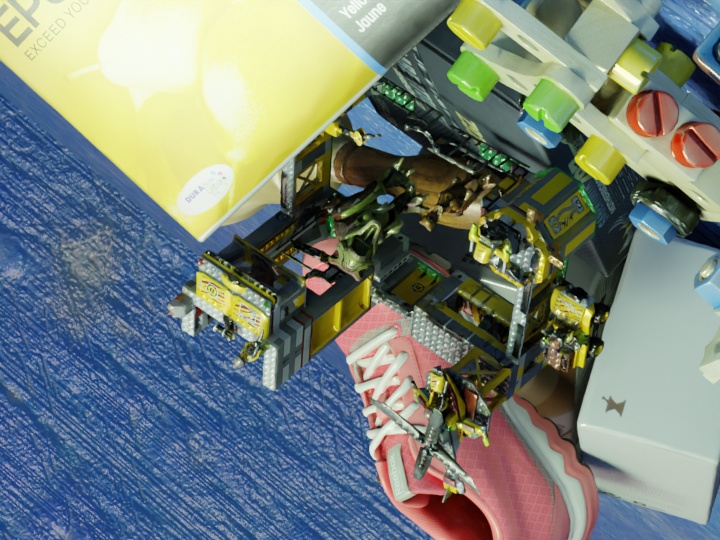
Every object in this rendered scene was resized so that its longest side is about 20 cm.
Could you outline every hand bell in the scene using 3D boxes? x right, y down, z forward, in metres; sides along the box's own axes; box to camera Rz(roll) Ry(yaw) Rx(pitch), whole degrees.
[{"bbox_3d":[0.003,-0.050,1.232,0.199,0.104,0.104,18,160,41],"label":"hand bell"}]

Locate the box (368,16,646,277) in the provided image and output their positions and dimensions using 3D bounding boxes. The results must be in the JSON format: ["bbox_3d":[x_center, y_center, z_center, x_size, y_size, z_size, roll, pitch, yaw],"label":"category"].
[{"bbox_3d":[0.052,-0.090,1.173,0.157,0.051,0.200,36,173,25],"label":"box"}]

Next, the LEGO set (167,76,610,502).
[{"bbox_3d":[0.000,0.000,1.121,0.200,0.116,0.154,38,143,18],"label":"LEGO set"}]

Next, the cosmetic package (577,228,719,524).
[{"bbox_3d":[0.157,0.057,1.270,0.071,0.102,0.200,16,169,10],"label":"cosmetic package"}]

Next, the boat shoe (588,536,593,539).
[{"bbox_3d":[0.077,0.136,1.322,0.067,0.057,0.200,-12,129,38],"label":"boat shoe"}]

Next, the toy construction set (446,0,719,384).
[{"bbox_3d":[0.112,-0.052,0.964,0.200,0.092,0.131,53,171,-11],"label":"toy construction set"}]

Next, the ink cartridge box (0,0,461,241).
[{"bbox_3d":[-0.073,-0.139,1.035,0.200,0.197,0.047,40,-145,-14],"label":"ink cartridge box"}]

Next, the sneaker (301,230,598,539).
[{"bbox_3d":[0.034,0.068,1.221,0.200,0.087,0.074,52,135,-2],"label":"sneaker"}]

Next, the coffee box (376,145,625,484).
[{"bbox_3d":[0.071,0.040,1.327,0.114,0.080,0.201,17,142,15],"label":"coffee box"}]

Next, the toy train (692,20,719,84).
[{"bbox_3d":[0.184,-0.026,0.723,0.200,0.087,0.114,40,179,2],"label":"toy train"}]
